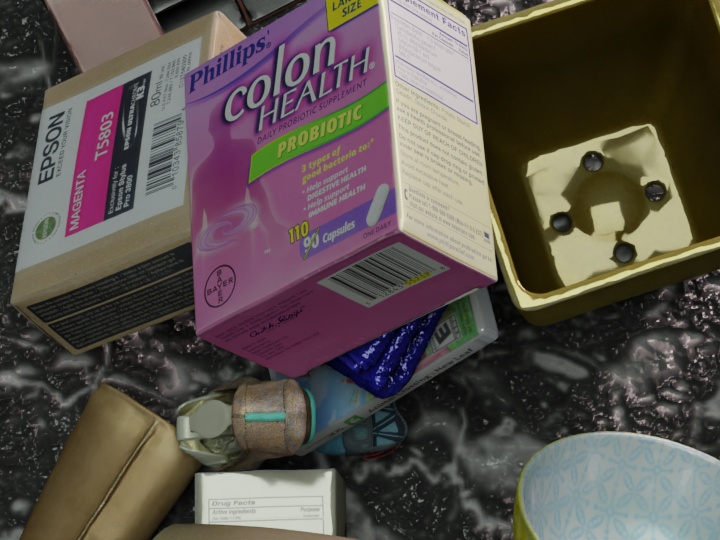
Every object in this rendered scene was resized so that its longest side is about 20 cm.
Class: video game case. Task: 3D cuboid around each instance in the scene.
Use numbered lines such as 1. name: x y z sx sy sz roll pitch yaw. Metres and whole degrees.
1. video game case: 0.000 0.000 1.674 0.182 0.022 0.201 -33 55 30

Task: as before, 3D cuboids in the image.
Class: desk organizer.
1. desk organizer: -0.129 -0.208 1.813 0.199 0.072 0.077 -27 78 -2

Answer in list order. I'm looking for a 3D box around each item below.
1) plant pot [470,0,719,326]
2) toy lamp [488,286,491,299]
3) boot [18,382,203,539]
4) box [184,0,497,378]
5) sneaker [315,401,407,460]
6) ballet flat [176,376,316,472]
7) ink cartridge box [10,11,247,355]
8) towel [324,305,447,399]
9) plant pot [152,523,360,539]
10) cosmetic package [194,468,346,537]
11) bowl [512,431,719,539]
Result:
1. plant pot: 0.171 -0.069 1.686 0.193 0.200 0.197 -18 76 0
2. toy lamp: 0.049 -0.062 1.770 0.058 0.058 0.201 -16 74 1
3. boot: -0.168 0.204 1.720 0.175 0.066 0.201 31 80 11
4. box: -0.017 -0.062 1.565 0.175 0.096 0.201 -26 54 34
5. sneaker: 0.009 0.039 1.751 0.095 0.079 0.201 12 77 -14
6. ballet flat: -0.088 0.103 1.665 0.067 0.200 0.069 -3 79 -18
7. ink cartridge box: -0.149 -0.061 1.695 0.164 0.075 0.201 -21 47 28
8. towel: -0.017 -0.015 1.646 0.200 0.049 0.148 29 95 45
9. plant pot: -0.049 0.240 1.566 0.199 0.187 0.188 21 79 22
10. cosmetic package: -0.060 0.242 1.688 0.103 0.087 0.201 -1 77 5
11. bowl: 0.188 0.211 1.652 0.199 0.200 0.108 21 122 10
